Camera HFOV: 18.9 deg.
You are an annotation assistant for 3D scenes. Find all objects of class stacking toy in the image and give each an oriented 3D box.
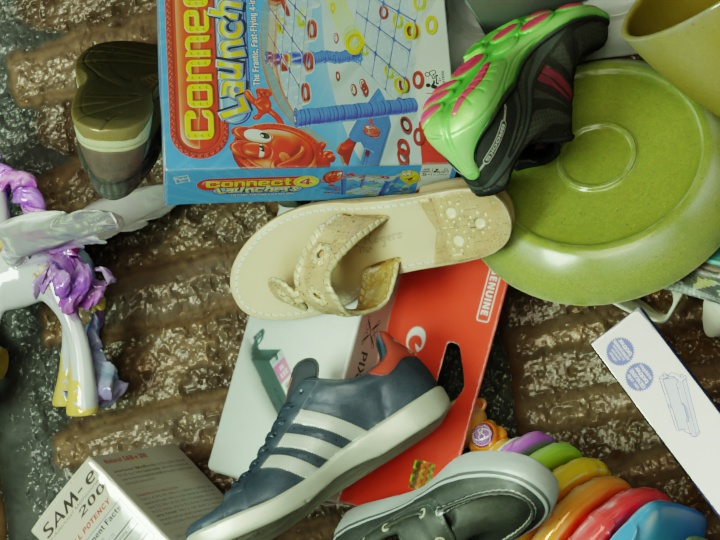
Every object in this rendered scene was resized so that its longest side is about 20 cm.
[{"bbox_3d":[0.122,0.149,1.448,0.200,0.110,0.116,43,102,31],"label":"stacking toy"}]

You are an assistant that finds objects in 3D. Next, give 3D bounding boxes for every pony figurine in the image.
[{"bbox_3d":[-0.222,0.000,1.537,0.192,0.166,0.202,-3,95,21],"label":"pony figurine"}]

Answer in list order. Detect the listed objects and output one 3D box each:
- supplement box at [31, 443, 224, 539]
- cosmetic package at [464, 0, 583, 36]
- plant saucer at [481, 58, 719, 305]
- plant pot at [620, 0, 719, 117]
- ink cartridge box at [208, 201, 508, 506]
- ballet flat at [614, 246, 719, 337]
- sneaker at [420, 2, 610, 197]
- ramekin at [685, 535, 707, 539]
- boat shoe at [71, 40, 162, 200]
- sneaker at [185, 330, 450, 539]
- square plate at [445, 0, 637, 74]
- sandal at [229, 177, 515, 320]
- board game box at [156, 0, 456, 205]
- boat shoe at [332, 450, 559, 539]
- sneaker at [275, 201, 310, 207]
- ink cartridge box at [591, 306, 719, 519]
[{"bbox_3d":[-0.110,0.213,1.467,0.200,0.126,0.074,44,105,17],"label":"supplement box"},{"bbox_3d":[0.101,-0.231,1.425,0.106,0.200,0.091,-21,78,8],"label":"cosmetic package"},{"bbox_3d":[0.161,-0.069,1.458,0.198,0.031,0.201,-9,55,14],"label":"plant saucer"},{"bbox_3d":[0.291,-0.159,1.412,0.200,0.200,0.142,-38,103,5],"label":"plant pot"},{"bbox_3d":[-0.001,0.063,1.491,0.173,0.043,0.202,12,84,33],"label":"ink cartridge box"},{"bbox_3d":[0.219,0.004,1.458,0.199,0.069,0.072,14,113,24],"label":"ballet flat"},{"bbox_3d":[0.108,-0.114,1.440,0.076,0.200,0.084,-10,115,43],"label":"sneaker"},{"bbox_3d":[0.238,0.271,1.340,0.098,0.200,0.200,-45,73,11],"label":"ramekin"},{"bbox_3d":[-0.168,-0.108,1.521,0.071,0.201,0.067,5,113,-2],"label":"boat shoe"},{"bbox_3d":[-0.041,0.112,1.428,0.199,0.075,0.085,-32,79,-16],"label":"sneaker"},{"bbox_3d":[0.131,-0.244,1.537,0.196,0.028,0.202,-7,79,14],"label":"square plate"},{"bbox_3d":[-0.002,-0.005,1.428,0.210,0.070,0.078,-17,110,20],"label":"sandal"},{"bbox_3d":[-0.040,-0.148,1.465,0.194,0.056,0.202,-2,69,-7],"label":"board game box"},{"bbox_3d":[0.050,0.173,1.399,0.200,0.069,0.057,-29,29,46],"label":"boat shoe"},{"bbox_3d":[-0.065,-0.138,1.541,0.113,0.076,0.201,1,71,19],"label":"sneaker"},{"bbox_3d":[0.231,0.121,1.416,0.044,0.094,0.201,-38,74,6],"label":"ink cartridge box"}]
